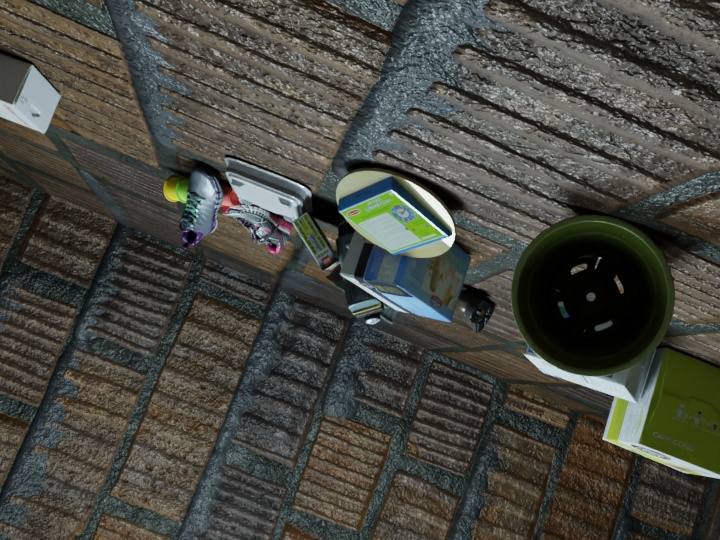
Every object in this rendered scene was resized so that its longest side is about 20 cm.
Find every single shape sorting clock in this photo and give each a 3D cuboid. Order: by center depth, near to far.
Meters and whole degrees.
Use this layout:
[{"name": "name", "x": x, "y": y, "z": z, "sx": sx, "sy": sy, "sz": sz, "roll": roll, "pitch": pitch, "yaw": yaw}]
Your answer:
[{"name": "shape sorting clock", "x": 0.054, "y": -0.087, "z": 1.258, "sx": 0.198, "sy": 0.040, "sz": 0.201, "roll": 18, "pitch": 153, "yaw": 10}]

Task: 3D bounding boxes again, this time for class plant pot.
[{"name": "plant pot", "x": 0.312, "y": 0.034, "z": 1.111, "sx": 0.198, "sy": 0.202, "sz": 0.190, "roll": 19, "pitch": -176, "yaw": 16}]

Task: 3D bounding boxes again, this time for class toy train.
[{"name": "toy train", "x": 0.000, "y": 0.000, "z": 1.569, "sx": 0.084, "sy": 0.202, "sz": 0.114, "roll": -15, "pitch": 159, "yaw": 10}]

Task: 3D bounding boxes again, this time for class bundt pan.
[{"name": "bundt pan", "x": 0.016, "y": 0.042, "z": 1.980, "sx": 0.201, "sy": 0.076, "sz": 0.202, "roll": 34, "pitch": 180, "yaw": 0}]

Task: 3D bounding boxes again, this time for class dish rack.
[{"name": "dish rack", "x": -0.177, "y": -0.145, "z": 1.557, "sx": 0.170, "sy": 0.044, "sz": 0.200, "roll": 21, "pitch": 172, "yaw": 2}]

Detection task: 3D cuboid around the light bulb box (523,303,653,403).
[{"name": "light bulb box", "x": 0.447, "y": 0.155, "z": 1.587, "sx": 0.198, "sy": 0.126, "sz": 0.198, "roll": 17, "pitch": 170, "yaw": 29}]

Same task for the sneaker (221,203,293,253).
[{"name": "sneaker", "x": -0.227, "y": -0.099, "z": 1.801, "sx": 0.080, "sy": 0.075, "sz": 0.199, "roll": 12, "pitch": 170, "yaw": 42}]

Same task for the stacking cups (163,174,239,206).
[{"name": "stacking cups", "x": -0.338, "y": -0.164, "z": 1.748, "sx": 0.198, "sy": 0.061, "sz": 0.060, "roll": 14, "pitch": 168, "yaw": 38}]

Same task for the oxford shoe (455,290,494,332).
[{"name": "oxford shoe", "x": 0.250, "y": 0.084, "z": 1.850, "sx": 0.084, "sy": 0.073, "sz": 0.200, "roll": 34, "pitch": 174, "yaw": 25}]

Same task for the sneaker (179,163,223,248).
[{"name": "sneaker", "x": -0.332, "y": -0.124, "z": 1.672, "sx": 0.074, "sy": 0.088, "sz": 0.201, "roll": 28, "pitch": 144, "yaw": 13}]

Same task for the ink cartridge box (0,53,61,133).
[{"name": "ink cartridge box", "x": -0.654, "y": -0.332, "z": 1.443, "sx": 0.198, "sy": 0.084, "sz": 0.145, "roll": 21, "pitch": 171, "yaw": 4}]

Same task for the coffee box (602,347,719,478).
[{"name": "coffee box", "x": 0.642, "y": 0.289, "z": 1.666, "sx": 0.198, "sy": 0.202, "sz": 0.198, "roll": 21, "pitch": 170, "yaw": -1}]

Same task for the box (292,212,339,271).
[{"name": "box", "x": -0.083, "y": -0.054, "z": 1.611, "sx": 0.111, "sy": 0.035, "sz": 0.200, "roll": 57, "pitch": -179, "yaw": 0}]

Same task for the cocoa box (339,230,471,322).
[{"name": "cocoa box", "x": 0.085, "y": -0.008, "z": 1.448, "sx": 0.130, "sy": 0.135, "sz": 0.200, "roll": 10, "pitch": 166, "yaw": 38}]
